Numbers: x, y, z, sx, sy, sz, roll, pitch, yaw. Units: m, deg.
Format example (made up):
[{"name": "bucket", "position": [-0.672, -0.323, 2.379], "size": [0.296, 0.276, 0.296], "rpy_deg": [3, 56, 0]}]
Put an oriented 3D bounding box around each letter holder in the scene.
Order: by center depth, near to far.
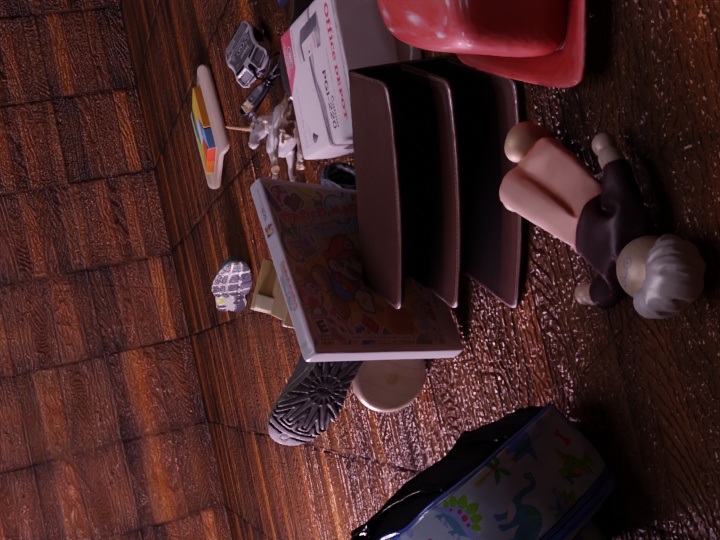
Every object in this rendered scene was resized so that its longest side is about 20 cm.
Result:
[{"name": "letter holder", "position": [0.067, -0.069, 0.827], "size": [0.142, 0.100, 0.202], "rpy_deg": [-141, 43, -59]}]

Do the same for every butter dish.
[{"name": "butter dish", "position": [0.058, -0.229, 0.676], "size": [0.199, 0.146, 0.202], "rpy_deg": [-140, 41, -63]}]

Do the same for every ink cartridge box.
[{"name": "ink cartridge box", "position": [-0.010, -0.203, 0.996], "size": [0.200, 0.084, 0.147], "rpy_deg": [174, 85, -70]}]

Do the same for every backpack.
[{"name": "backpack", "position": [0.108, 0.202, 0.755], "size": [0.147, 0.182, 0.200], "rpy_deg": [49, 151, 11]}]

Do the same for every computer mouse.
[{"name": "computer mouse", "position": [-0.148, -0.299, 1.388], "size": [0.110, 0.044, 0.201], "rpy_deg": [-54, 33, 23]}]

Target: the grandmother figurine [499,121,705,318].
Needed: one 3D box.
[{"name": "grandmother figurine", "position": [0.158, -0.027, 0.647], "size": [0.200, 0.060, 0.122], "rpy_deg": [-127, 22, -57]}]

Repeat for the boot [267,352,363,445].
[{"name": "boot", "position": [-0.053, 0.079, 1.105], "size": [0.182, 0.072, 0.200], "rpy_deg": [-52, 26, 14]}]

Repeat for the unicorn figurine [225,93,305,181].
[{"name": "unicorn figurine", "position": [-0.116, -0.183, 1.363], "size": [0.200, 0.073, 0.139], "rpy_deg": [-36, 57, 55]}]

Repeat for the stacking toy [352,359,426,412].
[{"name": "stacking toy", "position": [0.011, 0.091, 1.143], "size": [0.200, 0.084, 0.086], "rpy_deg": [-130, 33, -68]}]

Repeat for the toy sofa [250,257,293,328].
[{"name": "toy sofa", "position": [-0.084, 0.038, 1.394], "size": [0.200, 0.097, 0.084], "rpy_deg": [-166, 90, -70]}]

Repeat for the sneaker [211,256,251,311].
[{"name": "sneaker", "position": [-0.259, 0.016, 1.892], "size": [0.200, 0.077, 0.081], "rpy_deg": [120, 144, -63]}]

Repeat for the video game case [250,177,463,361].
[{"name": "video game case", "position": [0.000, 0.000, 0.931], "size": [0.023, 0.199, 0.184], "rpy_deg": [-39, 60, 38]}]

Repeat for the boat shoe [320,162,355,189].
[{"name": "boat shoe", "position": [-0.004, -0.050, 1.089], "size": [0.200, 0.070, 0.092], "rpy_deg": [-129, 30, -56]}]

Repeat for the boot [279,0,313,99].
[{"name": "boot", "position": [-0.056, -0.296, 1.129], "size": [0.076, 0.073, 0.202], "rpy_deg": [-96, 10, -56]}]

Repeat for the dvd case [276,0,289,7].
[{"name": "dvd case", "position": [-0.103, -0.454, 1.221], "size": [0.143, 0.017, 0.202], "rpy_deg": [170, 88, -72]}]

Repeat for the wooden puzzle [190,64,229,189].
[{"name": "wooden puzzle", "position": [-0.304, -0.278, 1.897], "size": [0.200, 0.037, 0.187], "rpy_deg": [130, 126, -67]}]
